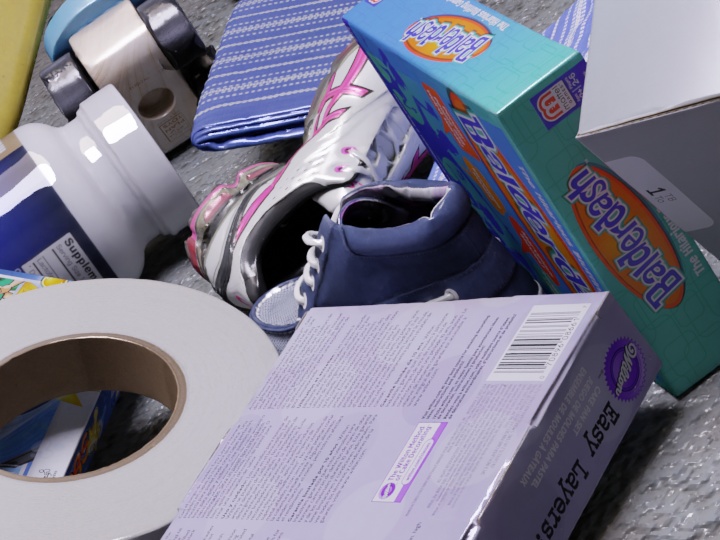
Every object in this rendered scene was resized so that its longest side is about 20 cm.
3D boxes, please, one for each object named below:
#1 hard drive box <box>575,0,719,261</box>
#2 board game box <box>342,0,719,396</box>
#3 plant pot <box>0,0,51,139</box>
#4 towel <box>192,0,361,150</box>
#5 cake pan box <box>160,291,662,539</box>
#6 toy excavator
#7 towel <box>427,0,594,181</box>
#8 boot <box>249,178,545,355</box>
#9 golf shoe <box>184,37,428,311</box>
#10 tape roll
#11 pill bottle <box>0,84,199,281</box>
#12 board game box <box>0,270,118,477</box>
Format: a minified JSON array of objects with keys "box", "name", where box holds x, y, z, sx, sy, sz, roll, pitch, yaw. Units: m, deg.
[{"box":[0.168,-0.109,0.874,0.077,0.156,0.200,-14,55,37],"name":"hard drive box"},{"box":[0.076,-0.044,0.953,0.045,0.152,0.200,-37,24,-5],"name":"board game box"},{"box":[-0.320,-0.085,1.420,0.194,0.195,0.200,125,152,-57],"name":"plant pot"},{"box":[-0.019,-0.131,1.328,0.145,0.024,0.200,-9,29,12],"name":"towel"},{"box":[0.006,0.092,0.890,0.184,0.052,0.200,-4,45,45],"name":"cake pan box"},{"box":[-0.156,-0.150,1.475,0.100,0.194,0.200,-33,52,2],"name":"toy excavator"},{"box":[0.099,-0.108,1.119,0.200,0.024,0.145,-41,14,36],"name":"towel"},{"box":[0.000,0.000,1.038,0.200,0.090,0.073,-4,38,47],"name":"boot"},{"box":[-0.002,-0.055,1.168,0.200,0.073,0.092,-48,32,-2],"name":"golf shoe"},{"box":[-0.132,0.077,1.029,0.203,0.037,0.203,-5,36,3],"name":"tape roll"},{"box":[-0.198,-0.014,1.280,0.200,0.116,0.116,-36,24,-5],"name":"pill bottle"},{"box":[-0.202,0.074,1.119,0.135,0.034,0.200,9,39,6],"name":"board game box"}]
